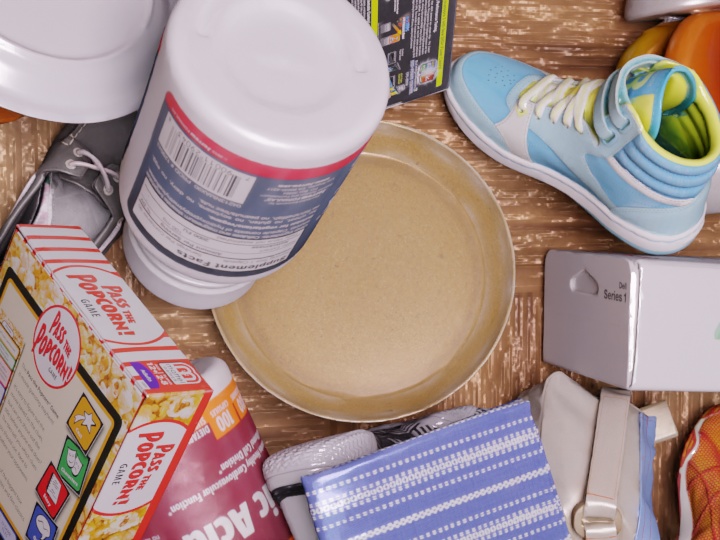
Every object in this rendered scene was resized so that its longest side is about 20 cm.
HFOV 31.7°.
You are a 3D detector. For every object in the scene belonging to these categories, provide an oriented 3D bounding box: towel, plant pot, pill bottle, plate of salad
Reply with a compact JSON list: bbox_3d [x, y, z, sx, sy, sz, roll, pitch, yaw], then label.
[{"bbox_3d":[0.059,0.186,0.715,0.145,0.024,0.200,-18,94,-18],"label":"towel"},{"bbox_3d":[0.000,0.000,0.826,0.200,0.027,0.201,1,78,-3],"label":"plant pot"},{"bbox_3d":[-0.096,0.166,0.792,0.114,0.114,0.200,-26,99,-11],"label":"pill bottle"},{"bbox_3d":[-0.071,-0.062,0.712,0.119,0.200,0.120,10,59,-17],"label":"pill bottle"},{"bbox_3d":[-0.191,-0.167,0.719,0.200,0.048,0.200,22,53,-31],"label":"plate of salad"}]

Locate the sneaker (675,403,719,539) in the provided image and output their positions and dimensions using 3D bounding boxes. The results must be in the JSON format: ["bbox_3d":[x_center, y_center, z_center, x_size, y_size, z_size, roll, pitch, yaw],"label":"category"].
[{"bbox_3d":[0.253,0.176,0.864,0.077,0.200,0.073,-5,134,24],"label":"sneaker"}]

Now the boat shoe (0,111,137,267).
[{"bbox_3d":[-0.185,-0.025,0.788,0.067,0.057,0.200,32,85,-14],"label":"boat shoe"}]

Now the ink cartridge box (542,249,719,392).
[{"bbox_3d":[0.240,0.034,0.854,0.200,0.145,0.084,3,92,-15],"label":"ink cartridge box"}]

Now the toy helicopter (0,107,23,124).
[{"bbox_3d":[-0.234,-0.187,0.754,0.132,0.079,0.200,-43,115,-31],"label":"toy helicopter"}]

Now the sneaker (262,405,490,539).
[{"bbox_3d":[0.028,0.154,0.807,0.200,0.075,0.115,-5,80,-47],"label":"sneaker"}]

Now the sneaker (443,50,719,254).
[{"bbox_3d":[0.145,-0.107,0.802,0.200,0.131,0.080,34,65,14],"label":"sneaker"}]

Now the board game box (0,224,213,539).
[{"bbox_3d":[-0.175,0.098,0.714,0.046,0.152,0.200,0,126,-46],"label":"board game box"}]

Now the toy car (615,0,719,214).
[{"bbox_3d":[0.279,-0.133,0.852,0.200,0.150,0.175,-10,95,-13],"label":"toy car"}]

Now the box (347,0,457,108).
[{"bbox_3d":[-0.020,-0.164,0.758,0.160,0.200,0.044,-21,60,-12],"label":"box"}]

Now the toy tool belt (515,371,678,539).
[{"bbox_3d":[0.160,0.173,0.842,0.123,0.125,0.200,12,65,-16],"label":"toy tool belt"}]

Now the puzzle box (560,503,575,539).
[{"bbox_3d":[0.046,0.215,0.732,0.200,0.025,0.133,-26,100,-19],"label":"puzzle box"}]
